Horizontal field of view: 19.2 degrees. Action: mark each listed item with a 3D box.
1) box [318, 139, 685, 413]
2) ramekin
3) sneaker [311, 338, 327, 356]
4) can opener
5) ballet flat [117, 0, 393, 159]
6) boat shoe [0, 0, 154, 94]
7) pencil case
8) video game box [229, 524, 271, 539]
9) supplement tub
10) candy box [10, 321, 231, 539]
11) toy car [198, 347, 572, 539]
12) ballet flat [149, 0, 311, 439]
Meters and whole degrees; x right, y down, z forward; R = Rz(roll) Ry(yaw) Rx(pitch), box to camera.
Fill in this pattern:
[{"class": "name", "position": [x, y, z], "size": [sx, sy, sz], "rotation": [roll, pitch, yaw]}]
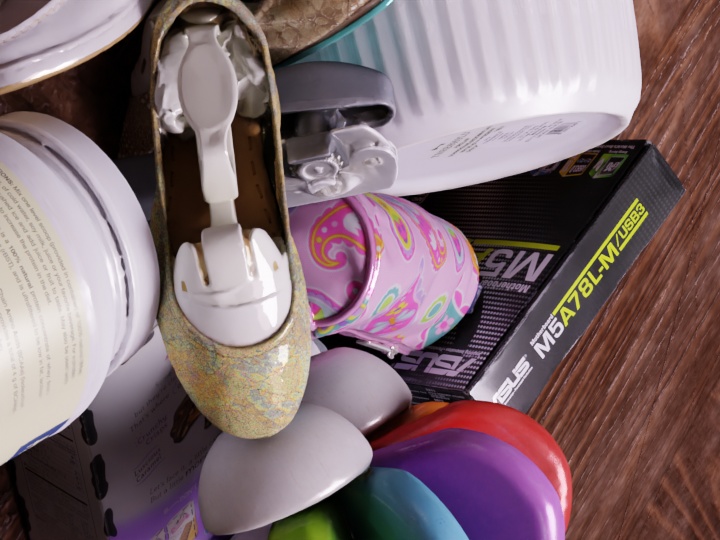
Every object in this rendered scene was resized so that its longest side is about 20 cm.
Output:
[{"class": "box", "position": [0.066, 0.004, 1.253], "size": [0.193, 0.200, 0.048], "rotation": [-49, 118, -22]}, {"class": "ramekin", "position": [0.051, -0.108, 1.099], "size": [0.200, 0.200, 0.105], "rotation": [3, 72, -60]}, {"class": "sneaker", "position": [0.017, 0.110, 1.159], "size": [0.121, 0.084, 0.200], "rotation": [-26, 113, -33]}, {"class": "can opener", "position": [-0.078, -0.050, 0.998], "size": [0.053, 0.199, 0.067], "rotation": [59, 25, -58]}, {"class": "ballet flat", "position": [-0.062, -0.116, 1.021], "size": [0.200, 0.065, 0.071], "rotation": [-33, -164, 33]}, {"class": "boat shoe", "position": [-0.124, -0.142, 0.940], "size": [0.200, 0.071, 0.069], "rotation": [-51, 125, -47]}, {"class": "pencil case", "position": [0.000, 0.000, 1.095], "size": [0.088, 0.087, 0.200], "rotation": [-65, 162, 3]}, {"class": "video game box", "position": [-0.077, 0.194, 1.246], "size": [0.200, 0.047, 0.182], "rotation": [-45, 172, -31]}, {"class": "supplement tub", "position": [-0.193, 0.023, 0.870], "size": [0.200, 0.145, 0.145], "rotation": [-31, 138, -46]}, {"class": "candy box", "position": [-0.106, 0.068, 1.136], "size": [0.168, 0.071, 0.200], "rotation": [-44, 147, -33]}, {"class": "toy car", "position": [0.027, 0.125, 0.998], "size": [0.200, 0.150, 0.175], "rotation": [-46, 115, -71]}, {"class": "ballet flat", "position": [-0.060, -0.029, 0.918], "size": [0.071, 0.071, 0.201], "rotation": [11, 70, -62]}]
